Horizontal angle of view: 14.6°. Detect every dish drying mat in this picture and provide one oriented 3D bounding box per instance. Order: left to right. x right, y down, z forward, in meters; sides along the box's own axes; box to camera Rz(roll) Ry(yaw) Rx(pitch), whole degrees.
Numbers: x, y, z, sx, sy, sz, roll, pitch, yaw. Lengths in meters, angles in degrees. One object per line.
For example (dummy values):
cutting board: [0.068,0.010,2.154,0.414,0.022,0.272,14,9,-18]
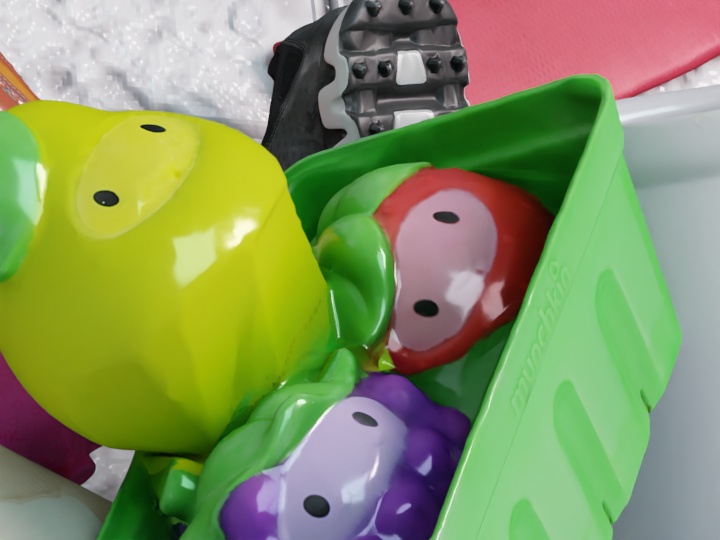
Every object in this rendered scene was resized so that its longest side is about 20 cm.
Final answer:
dish drying mat: [0.062,-0.088,1.103,0.199,0.018,0.077,-25,78,-31]

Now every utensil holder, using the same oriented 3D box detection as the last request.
utensil holder: [0.131,0.040,0.947,0.169,0.170,0.201,-13,97,-29]

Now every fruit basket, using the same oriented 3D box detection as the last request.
fruit basket: [-0.020,0.018,0.796,0.215,0.155,0.217,21,62,-47]

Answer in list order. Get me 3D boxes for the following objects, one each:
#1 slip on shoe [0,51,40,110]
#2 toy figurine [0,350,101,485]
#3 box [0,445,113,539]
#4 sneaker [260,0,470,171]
slip on shoe: [-0.141,-0.050,0.968,0.061,0.074,0.201,-16,71,-53]
toy figurine: [-0.152,-0.004,0.878,0.183,0.150,0.201,20,56,-9]
box: [-0.093,0.123,0.834,0.199,0.095,0.078,32,33,-28]
sneaker: [0.000,0.000,1.003,0.066,0.090,0.202,-4,93,-33]
